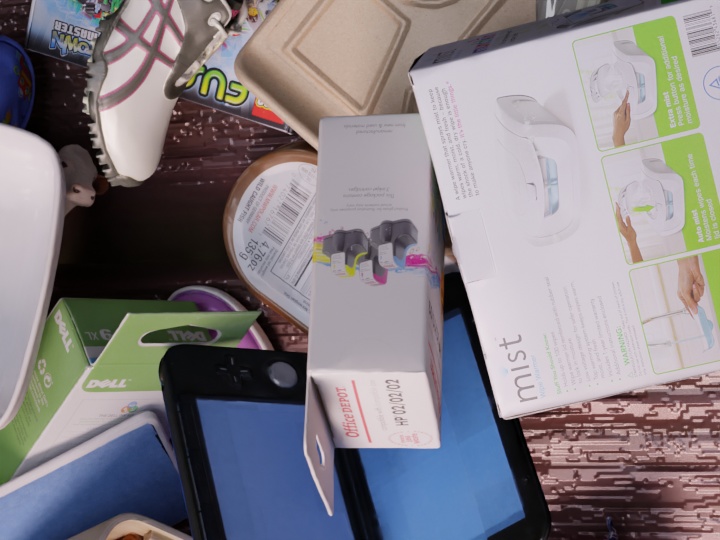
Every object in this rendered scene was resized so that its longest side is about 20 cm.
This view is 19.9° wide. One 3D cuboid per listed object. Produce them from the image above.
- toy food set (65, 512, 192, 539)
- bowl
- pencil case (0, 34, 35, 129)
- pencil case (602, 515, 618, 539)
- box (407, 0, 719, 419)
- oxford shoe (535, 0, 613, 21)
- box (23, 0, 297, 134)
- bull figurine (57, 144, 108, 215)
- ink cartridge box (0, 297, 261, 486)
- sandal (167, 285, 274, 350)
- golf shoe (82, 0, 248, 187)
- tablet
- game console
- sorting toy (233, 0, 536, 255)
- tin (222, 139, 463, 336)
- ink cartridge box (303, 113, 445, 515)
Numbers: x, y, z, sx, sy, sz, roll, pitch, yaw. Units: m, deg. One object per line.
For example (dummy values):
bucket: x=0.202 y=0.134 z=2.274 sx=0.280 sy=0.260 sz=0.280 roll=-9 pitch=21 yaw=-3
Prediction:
toy food set: x=-0.128 y=0.229 z=1.320 sx=0.199 sy=0.061 sz=0.143 roll=30 pitch=142 yaw=-28
bowl: x=-0.283 y=0.002 z=1.291 sx=0.198 sy=0.075 sz=0.201 roll=9 pitch=82 yaw=8
pencil case: x=-0.314 y=-0.115 z=1.372 sx=0.199 sy=0.078 sz=0.087 roll=1 pitch=74 yaw=30
pencil case: x=0.085 y=0.231 z=1.289 sx=0.199 sy=0.094 sz=0.091 roll=-25 pitch=56 yaw=22
box: x=0.137 y=-0.040 z=1.119 sx=0.175 sy=0.097 sz=0.201 roll=-14 pitch=102 yaw=12
oxford shoe: x=0.118 y=-0.106 z=1.197 sx=0.058 sy=0.075 sz=0.201 roll=27 pitch=114 yaw=37
box: x=-0.114 y=-0.169 z=1.321 sx=0.199 sy=0.035 sz=0.111 roll=18 pitch=106 yaw=17
bull figurine: x=-0.261 y=-0.032 z=1.380 sx=0.199 sy=0.065 sz=0.122 roll=7 pitch=70 yaw=28
ink cartridge box: x=-0.159 y=0.069 z=1.317 sx=0.200 sy=0.103 sz=0.059 roll=-52 pitch=51 yaw=36
sandal: x=-0.085 y=0.109 z=1.354 sx=0.082 sy=0.050 sz=0.204 roll=-14 pitch=94 yaw=22
golf shoe: x=-0.119 y=-0.144 z=1.269 sx=0.088 sy=0.077 sz=0.201 roll=12 pitch=105 yaw=12
tablet: x=-0.208 y=0.169 z=1.340 sx=0.199 sy=0.130 sz=0.014 roll=-26 pitch=54 yaw=-6
game console: x=-0.009 y=0.101 z=1.204 sx=0.119 sy=0.170 sz=0.201 roll=-57 pitch=38 yaw=41
sorting toy: x=0.051 y=-0.140 z=1.245 sx=0.185 sy=0.036 sz=0.200 roll=40 pitch=103 yaw=-1
tin: x=0.000 y=0.000 z=1.308 sx=0.200 sy=0.042 sz=0.112 roll=36 pitch=115 yaw=12
ink cartridge box: x=0.011 y=0.027 z=1.156 sx=0.067 sy=0.115 sz=0.201 roll=-1 pitch=65 yaw=7
